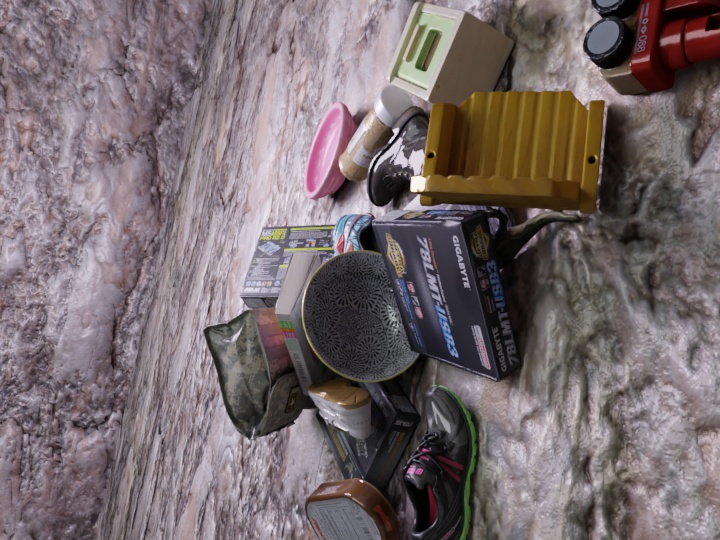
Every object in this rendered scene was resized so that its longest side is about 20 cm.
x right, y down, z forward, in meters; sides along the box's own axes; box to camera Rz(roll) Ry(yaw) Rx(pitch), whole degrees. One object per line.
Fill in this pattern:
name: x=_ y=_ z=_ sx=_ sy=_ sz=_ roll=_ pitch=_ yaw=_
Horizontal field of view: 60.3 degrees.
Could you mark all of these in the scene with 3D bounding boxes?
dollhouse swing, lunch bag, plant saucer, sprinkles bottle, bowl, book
dollhouse swing: x=0.159 y=-0.144 z=0.676 sx=0.194 sy=0.175 sz=0.188 roll=5 pitch=79 yaw=22
lunch bag: x=-0.162 y=0.173 z=1.052 sx=0.115 sy=0.164 sz=0.206 roll=-20 pitch=82 yaw=15
plant saucer: x=-0.059 y=-0.242 z=1.290 sx=0.201 sy=0.049 sz=0.206 roll=-49 pitch=32 yaw=46
sprinkles bottle: x=0.024 y=-0.241 z=1.115 sx=0.200 sy=0.066 sz=0.070 roll=133 pitch=141 yaw=-55
bowl: x=0.001 y=0.083 z=0.958 sx=0.095 sy=0.194 sz=0.207 roll=114 pitch=158 yaw=-63
book: x=-0.088 y=0.092 z=1.033 sx=0.204 sy=0.046 sz=0.136 roll=78 pitch=-159 yaw=-43

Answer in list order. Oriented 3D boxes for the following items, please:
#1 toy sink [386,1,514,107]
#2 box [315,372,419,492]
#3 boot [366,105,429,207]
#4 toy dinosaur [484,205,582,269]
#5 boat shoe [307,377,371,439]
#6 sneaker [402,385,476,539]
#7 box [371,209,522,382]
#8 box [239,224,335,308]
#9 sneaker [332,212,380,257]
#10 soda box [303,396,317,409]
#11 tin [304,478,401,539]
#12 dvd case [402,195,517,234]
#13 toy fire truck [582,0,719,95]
toy sink: x=0.122 y=-0.331 z=0.971 sx=0.133 sy=0.109 sz=0.201 roll=-65 pitch=31 yaw=17
box: x=0.004 y=0.233 z=0.990 sx=0.162 sy=0.047 sz=0.200 roll=-67 pitch=30 yaw=17
boot: x=0.088 y=-0.148 z=1.000 sx=0.203 sy=0.067 sz=0.176 roll=-63 pitch=38 yaw=32
toy dinosaur: x=0.174 y=-0.040 z=0.786 sx=0.200 sy=0.087 sz=0.048 roll=-43 pitch=17 yaw=42
boat shoe: x=-0.033 y=0.212 z=0.946 sx=0.199 sy=0.069 sz=0.072 roll=-178 pitch=76 yaw=-73
sneaker: x=0.097 y=0.247 z=0.786 sx=0.076 sy=0.082 sz=0.207 roll=-26 pitch=55 yaw=52
box: x=0.107 y=0.024 z=0.803 sx=0.197 sy=0.049 sz=0.206 roll=13 pitch=123 yaw=61
box: x=-0.115 y=-0.008 z=1.165 sx=0.193 sy=0.045 sz=0.164 roll=-1 pitch=55 yaw=21
sneaker: x=0.000 y=0.000 z=1.068 sx=0.093 sy=0.078 sz=0.208 roll=-7 pitch=83 yaw=39
soda box: x=-0.120 y=0.156 z=1.170 sx=0.066 sy=0.063 sz=0.208 roll=-3 pitch=81 yaw=19
tin: x=-0.017 y=0.370 z=0.918 sx=0.199 sy=0.041 sz=0.114 roll=-33 pitch=83 yaw=51
dvd case: x=0.131 y=-0.062 z=0.894 sx=0.199 sy=0.016 sz=0.153 roll=-41 pitch=60 yaw=44
toy fire truck: x=0.328 y=-0.282 z=0.599 sx=0.197 sy=0.126 sz=0.182 roll=6 pitch=82 yaw=48
